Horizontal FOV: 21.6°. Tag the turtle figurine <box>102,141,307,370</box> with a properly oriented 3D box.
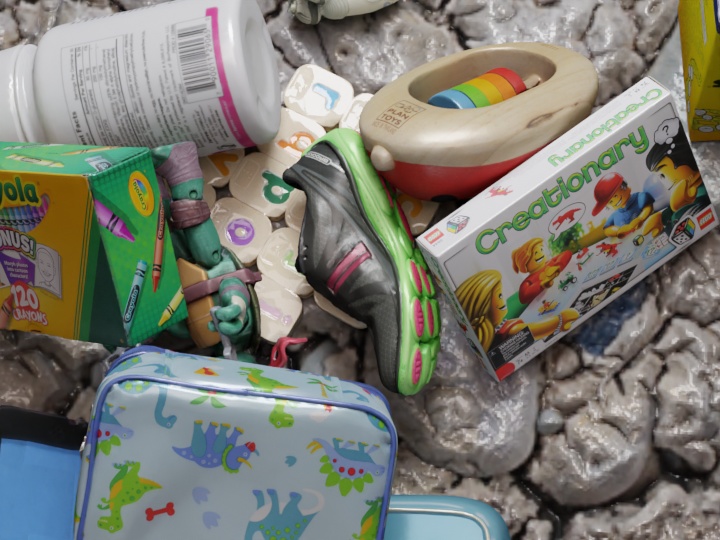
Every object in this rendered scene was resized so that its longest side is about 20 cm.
[{"bbox_3d":[-0.118,0.019,1.309,0.149,0.100,0.201,-25,80,40],"label":"turtle figurine"}]

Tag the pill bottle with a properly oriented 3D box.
[{"bbox_3d":[-0.165,-0.129,1.353,0.199,0.113,0.114,-10,71,12],"label":"pill bottle"}]

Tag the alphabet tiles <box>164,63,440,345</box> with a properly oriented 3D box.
[{"bbox_3d":[-0.050,-0.050,1.380,0.195,0.015,0.201,28,76,12],"label":"alphabet tiles"}]

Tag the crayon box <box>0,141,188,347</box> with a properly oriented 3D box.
[{"bbox_3d":[-0.212,-0.022,1.273,0.199,0.119,0.058,6,25,43],"label":"crayon box"}]

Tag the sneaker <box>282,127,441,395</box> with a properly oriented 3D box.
[{"bbox_3d":[0.000,0.000,1.324,0.083,0.077,0.201,-24,68,13],"label":"sneaker"}]

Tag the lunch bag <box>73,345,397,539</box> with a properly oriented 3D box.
[{"bbox_3d":[-0.082,0.141,1.204,0.199,0.082,0.162,8,100,-6],"label":"lunch bag"}]

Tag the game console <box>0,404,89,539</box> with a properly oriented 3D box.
[{"bbox_3d":[-0.156,0.193,1.249,0.171,0.119,0.201,-5,72,21],"label":"game console"}]

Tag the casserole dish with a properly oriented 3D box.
[{"bbox_3d":[0.015,0.209,1.281,0.199,0.039,0.122,1,73,3],"label":"casserole dish"}]

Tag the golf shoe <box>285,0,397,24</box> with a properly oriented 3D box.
[{"bbox_3d":[-0.018,-0.284,1.434,0.097,0.078,0.201,-5,77,-16],"label":"golf shoe"}]

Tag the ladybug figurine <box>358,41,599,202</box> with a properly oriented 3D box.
[{"bbox_3d":[0.083,-0.102,1.330,0.199,0.072,0.135,-24,34,-32],"label":"ladybug figurine"}]

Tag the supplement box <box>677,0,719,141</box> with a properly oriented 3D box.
[{"bbox_3d":[0.285,-0.177,1.301,0.108,0.200,0.110,-2,72,4],"label":"supplement box"}]

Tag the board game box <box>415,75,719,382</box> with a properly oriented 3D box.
[{"bbox_3d":[0.147,-0.028,1.305,0.200,0.127,0.035,-35,38,-7],"label":"board game box"}]
